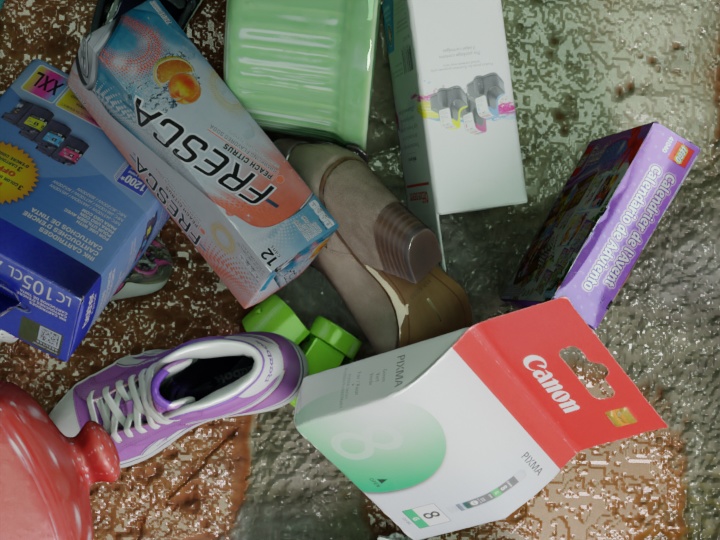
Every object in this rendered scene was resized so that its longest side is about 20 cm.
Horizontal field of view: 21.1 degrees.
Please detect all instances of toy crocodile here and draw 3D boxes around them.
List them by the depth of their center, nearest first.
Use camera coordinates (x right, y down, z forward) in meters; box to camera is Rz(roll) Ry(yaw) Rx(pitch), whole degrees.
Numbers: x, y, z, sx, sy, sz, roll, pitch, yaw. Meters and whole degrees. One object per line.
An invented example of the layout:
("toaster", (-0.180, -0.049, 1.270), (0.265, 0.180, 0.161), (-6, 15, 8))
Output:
("toy crocodile", (0.001, 0.088, 1.386), (0.200, 0.062, 0.068), (33, 87, -11))

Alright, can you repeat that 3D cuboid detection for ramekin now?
("ramekin", (-0.035, -0.184, 1.309), (0.097, 0.200, 0.201), (5, 90, 0))

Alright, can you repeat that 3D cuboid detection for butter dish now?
("butter dish", (-0.232, 0.146, 1.285), (0.147, 0.200, 0.200), (-22, 93, -7))

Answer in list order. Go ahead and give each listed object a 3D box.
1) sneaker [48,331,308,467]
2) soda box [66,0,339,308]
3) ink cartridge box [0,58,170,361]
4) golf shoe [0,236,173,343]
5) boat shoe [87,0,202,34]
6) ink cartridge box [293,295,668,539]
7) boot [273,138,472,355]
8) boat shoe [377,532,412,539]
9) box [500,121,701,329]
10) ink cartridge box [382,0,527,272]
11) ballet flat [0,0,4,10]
("sneaker", (-0.145, 0.084, 1.317), (0.200, 0.114, 0.073), (-22, 81, 16))
("soda box", (-0.105, -0.077, 1.264), (0.064, 0.068, 0.200), (-36, 83, -29))
("ink cartridge box", (-0.215, -0.033, 1.285), (0.136, 0.076, 0.200), (28, 50, 4))
("golf shoe", (-0.233, 0.007, 1.358), (0.199, 0.073, 0.092), (-2, 133, -18))
("boat shoe", (-0.145, -0.203, 1.360), (0.074, 0.062, 0.201), (22, 87, -5))
("ink cartridge box", (0.081, 0.104, 1.280), (0.199, 0.050, 0.161), (-17, 136, 27))
("boot", (0.000, 0.000, 1.321), (0.070, 0.146, 0.200), (-34, 136, -29))
("boat shoe", (0.035, 0.221, 1.380), (0.199, 0.075, 0.062), (12, 91, -8))
("box", (0.161, -0.029, 1.327), (0.039, 0.200, 0.137), (30, 88, -4))
("ink cartridge box", (0.067, -0.100, 1.358), (0.068, 0.115, 0.201), (-8, 93, -7))
("ballet flat", (-0.280, -0.177, 1.342), (0.073, 0.073, 0.201), (10, 92, -7))
